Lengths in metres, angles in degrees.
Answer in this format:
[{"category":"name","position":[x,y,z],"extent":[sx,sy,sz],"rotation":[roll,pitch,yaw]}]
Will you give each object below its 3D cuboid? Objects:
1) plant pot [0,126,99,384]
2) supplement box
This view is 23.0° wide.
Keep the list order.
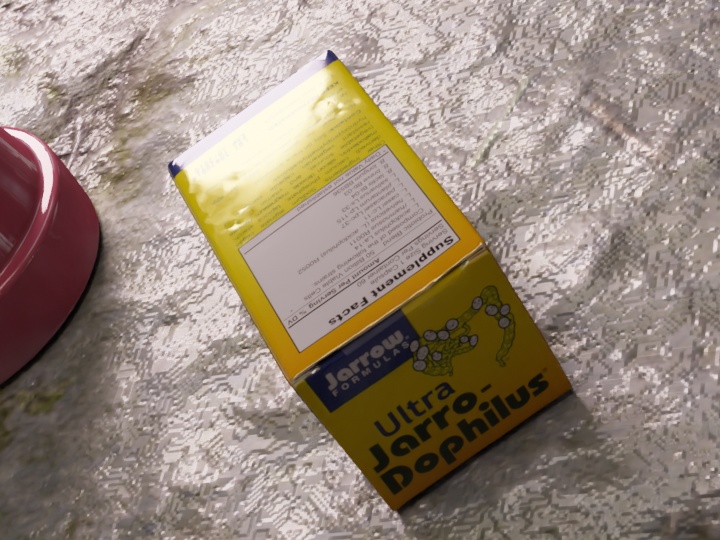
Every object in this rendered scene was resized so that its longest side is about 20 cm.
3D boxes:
[{"category":"plant pot","position":[-0.285,-0.040,1.058],"extent":[0.200,0.179,0.200],"rotation":[-19,43,18]},{"category":"supplement box","position":[0.000,0.000,0.880],"extent":[0.109,0.110,0.200],"rotation":[-35,40,1]}]
